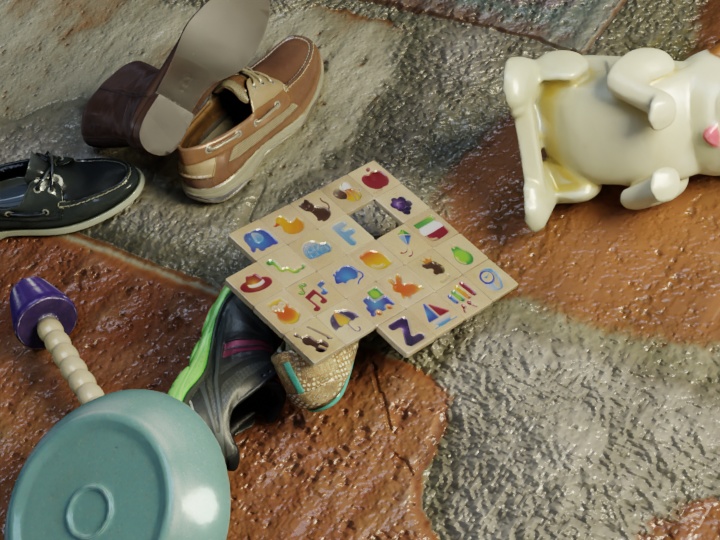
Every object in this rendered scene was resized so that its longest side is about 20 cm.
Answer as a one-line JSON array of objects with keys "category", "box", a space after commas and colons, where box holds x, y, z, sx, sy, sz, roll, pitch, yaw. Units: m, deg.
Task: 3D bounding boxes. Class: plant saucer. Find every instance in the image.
[{"category": "plant saucer", "box": [-0.188, 0.178, 1.149, 0.200, 0.036, 0.200, -11, 65, 25]}]

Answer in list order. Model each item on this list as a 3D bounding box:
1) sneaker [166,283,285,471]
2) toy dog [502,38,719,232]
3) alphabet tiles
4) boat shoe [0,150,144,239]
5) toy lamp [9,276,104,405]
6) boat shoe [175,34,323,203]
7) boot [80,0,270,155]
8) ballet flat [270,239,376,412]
[{"category": "sneaker", "box": [-0.093, 0.079, 1.245, 0.084, 0.077, 0.200, 18, 54, 6]}, {"category": "toy dog", "box": [0.234, -0.115, 1.263, 0.200, 0.140, 0.194, -4, 11, 20]}, {"category": "alphabet tiles", "box": [0.000, 0.000, 1.229, 0.167, 0.008, 0.200, 42, 49, 22]}, {"category": "boat shoe", "box": [-0.301, -0.078, 1.460, 0.199, 0.066, 0.075, -7, 47, 15]}, {"category": "toy lamp", "box": [-0.240, 0.074, 1.306, 0.058, 0.058, 0.200, -32, 48, -9]}, {"category": "boat shoe", "box": [-0.100, -0.151, 1.447, 0.076, 0.072, 0.200, 13, 55, 30]}, {"category": "boot", "box": [-0.177, -0.186, 1.457, 0.186, 0.064, 0.200, -53, 22, -9]}, {"category": "ballet flat", "box": [-0.025, 0.022, 1.242, 0.070, 0.065, 0.200, -22, 32, 25]}]
